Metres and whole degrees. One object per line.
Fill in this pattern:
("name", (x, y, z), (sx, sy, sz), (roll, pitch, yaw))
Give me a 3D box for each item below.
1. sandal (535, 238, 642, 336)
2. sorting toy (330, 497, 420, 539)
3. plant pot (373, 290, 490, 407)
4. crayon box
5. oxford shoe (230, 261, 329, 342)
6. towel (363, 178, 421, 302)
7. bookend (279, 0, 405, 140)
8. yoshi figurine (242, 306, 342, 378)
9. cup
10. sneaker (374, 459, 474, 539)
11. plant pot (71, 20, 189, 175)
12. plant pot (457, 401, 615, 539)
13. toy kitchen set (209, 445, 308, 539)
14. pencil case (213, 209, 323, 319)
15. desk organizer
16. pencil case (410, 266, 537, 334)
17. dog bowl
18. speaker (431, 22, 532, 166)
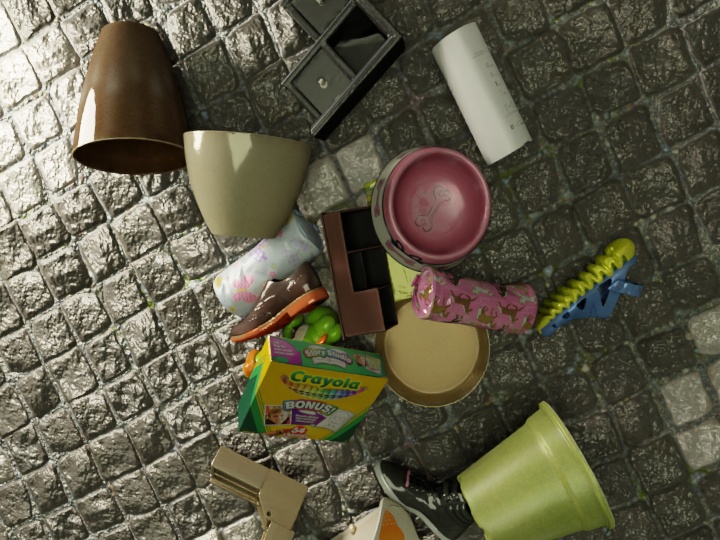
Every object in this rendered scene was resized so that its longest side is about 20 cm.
("sandal", (0.367, 0.044, 0.955), (0.199, 0.080, 0.088), (-40, 96, 12))
("sorting toy", (0.046, 0.505, 1.034), (0.178, 0.108, 0.200), (30, 125, -22))
("plant pot", (0.120, 0.128, 1.021), (0.194, 0.027, 0.206), (1, 99, 7))
("crayon box", (-0.079, 0.196, 0.966), (0.195, 0.059, 0.175), (12, 129, -23))
("oxford shoe", (-0.140, 0.055, 0.976), (0.197, 0.071, 0.074), (-30, 80, 22))
("towel", (0.067, -0.056, 0.995), (0.084, 0.018, 0.206), (-13, 89, 15))
("bookend", (-0.065, -0.353, 0.945), (0.199, 0.092, 0.200), (-44, 90, 11))
("yoshi figurine", (-0.102, 0.130, 1.031), (0.198, 0.111, 0.114), (-36, 52, 24))
("cup", (-0.176, -0.126, 0.931), (0.194, 0.200, 0.148), (5, 95, 6))
("sneaker", (0.120, 0.370, 1.023), (0.199, 0.071, 0.099), (41, 117, -6))
("plant pot", (-0.364, -0.278, 0.964), (0.181, 0.187, 0.206), (-6, 83, 8))
("plant pot", (0.256, 0.340, 0.934), (0.181, 0.200, 0.204), (-28, 94, 3))
("toy kitchen set", (-0.211, 0.462, 1.049), (0.177, 0.203, 0.165), (23, 142, 3))
("pencil case", (-0.154, -0.011, 1.008), (0.199, 0.083, 0.091), (-41, 90, 11))
("desk organizer", (0.000, 0.000, 0.977), (0.075, 0.071, 0.206), (-10, 91, 24))
("pencil case", (0.177, 0.047, 0.945), (0.195, 0.086, 0.085), (9, 84, -18))
("dog bowl", (0.116, -0.100, 0.941), (0.194, 0.074, 0.207), (0, 90, -7))
("speaker", (0.187, -0.271, 0.930), (0.080, 0.081, 0.204), (-27, 94, 10))
